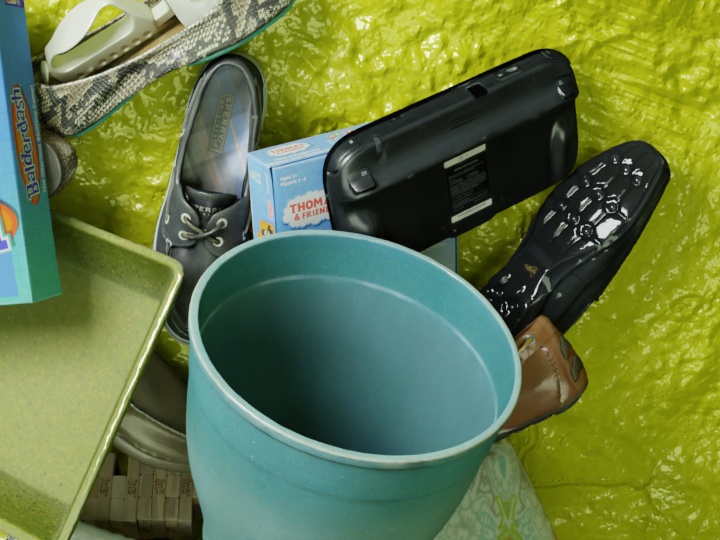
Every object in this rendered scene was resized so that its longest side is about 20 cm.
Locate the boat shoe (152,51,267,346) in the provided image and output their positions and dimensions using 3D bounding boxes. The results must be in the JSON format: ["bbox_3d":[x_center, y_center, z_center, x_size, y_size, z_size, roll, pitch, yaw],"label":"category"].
[{"bbox_3d":[-0.102,-0.047,0.878,0.068,0.057,0.202,8,95,-3],"label":"boat shoe"}]

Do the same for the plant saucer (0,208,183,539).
[{"bbox_3d":[-0.224,0.062,0.886,0.198,0.048,0.201,21,83,25],"label":"plant saucer"}]

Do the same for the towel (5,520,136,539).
[{"bbox_3d":[-0.186,0.287,0.945,0.198,0.035,0.194,22,84,-7],"label":"towel"}]

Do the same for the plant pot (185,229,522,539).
[{"bbox_3d":[-0.022,0.110,0.820,0.198,0.201,0.189,10,127,-9],"label":"plant pot"}]

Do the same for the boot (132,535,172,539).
[{"bbox_3d":[-0.238,0.238,1.037,0.200,0.074,0.155,39,101,-20],"label":"boot"}]

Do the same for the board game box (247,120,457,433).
[{"bbox_3d":[0.000,0.000,0.918,0.150,0.037,0.202,-17,120,-29],"label":"board game box"}]

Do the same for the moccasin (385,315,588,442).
[{"bbox_3d":[0.060,0.097,0.923,0.201,0.074,0.078,-32,94,31],"label":"moccasin"}]

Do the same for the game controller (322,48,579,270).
[{"bbox_3d":[0.066,-0.073,0.884,0.199,0.042,0.105,-25,136,-20],"label":"game controller"}]

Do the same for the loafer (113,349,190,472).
[{"bbox_3d":[-0.171,0.080,0.956,0.199,0.076,0.068,27,116,-15],"label":"loafer"}]

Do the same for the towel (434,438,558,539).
[{"bbox_3d":[0.062,0.238,0.941,0.199,0.048,0.173,-25,91,-22],"label":"towel"}]

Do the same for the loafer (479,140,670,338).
[{"bbox_3d":[0.151,-0.007,0.951,0.201,0.068,0.070,-51,144,15],"label":"loafer"}]

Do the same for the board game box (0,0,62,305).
[{"bbox_3d":[-0.278,-0.075,0.837,0.150,0.045,0.202,-5,97,14],"label":"board game box"}]

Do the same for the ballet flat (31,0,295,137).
[{"bbox_3d":[-0.137,-0.156,0.846,0.199,0.068,0.075,-28,139,11],"label":"ballet flat"}]

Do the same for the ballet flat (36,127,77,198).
[{"bbox_3d":[-0.281,-0.062,0.890,0.198,0.046,0.068,-10,108,15],"label":"ballet flat"}]

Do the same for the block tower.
[{"bbox_3d":[-0.117,0.172,1.005,0.197,0.058,0.054,3,154,-4],"label":"block tower"}]

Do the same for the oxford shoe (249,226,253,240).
[{"bbox_3d":[-0.083,0.045,0.946,0.070,0.075,0.202,-18,115,7],"label":"oxford shoe"}]
